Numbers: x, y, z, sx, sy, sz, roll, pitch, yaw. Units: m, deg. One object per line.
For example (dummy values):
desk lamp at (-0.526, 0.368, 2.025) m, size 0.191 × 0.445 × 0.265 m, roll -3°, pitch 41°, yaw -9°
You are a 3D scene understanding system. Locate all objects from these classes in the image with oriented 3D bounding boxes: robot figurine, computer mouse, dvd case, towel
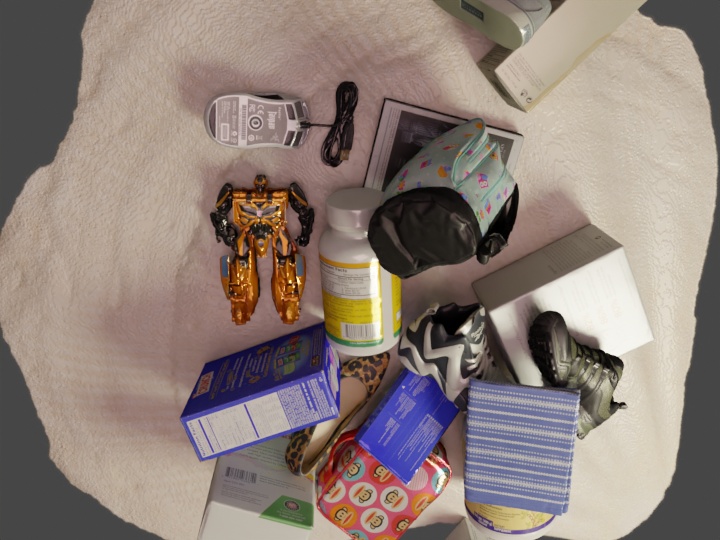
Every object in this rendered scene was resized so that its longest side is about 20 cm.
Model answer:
robot figurine at (-0.132, -0.028, 0.923) m, size 0.141 × 0.058 × 0.205 m, roll -2°, pitch 110°, yaw -4°
computer mouse at (-0.103, -0.197, 0.877) m, size 0.195 × 0.044 × 0.112 m, roll 3°, pitch 114°, yaw -10°
dvd case at (0.108, -0.134, 0.918) m, size 0.195 × 0.025 × 0.153 m, roll 13°, pitch 108°, yaw -7°
towel at (0.210, 0.235, 0.892) m, size 0.141 × 0.024 × 0.204 m, roll 4°, pitch 115°, yaw 13°

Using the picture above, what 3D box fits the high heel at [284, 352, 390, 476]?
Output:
high heel at (-0.026, 0.207, 0.965) m, size 0.199 × 0.143 × 0.071 m, roll -42°, pitch 106°, yaw 11°

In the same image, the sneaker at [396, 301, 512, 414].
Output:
sneaker at (0.153, 0.112, 0.890) m, size 0.198 × 0.079 × 0.131 m, roll 37°, pitch 137°, yaw 12°

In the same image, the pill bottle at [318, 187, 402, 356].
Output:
pill bottle at (0.000, 0.000, 0.903) m, size 0.110 × 0.113 × 0.204 m, roll -4°, pitch 115°, yaw -1°

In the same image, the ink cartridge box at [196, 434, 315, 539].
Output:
ink cartridge box at (-0.143, 0.311, 0.966) m, size 0.142 × 0.201 × 0.089 m, roll 17°, pitch 111°, yaw -10°

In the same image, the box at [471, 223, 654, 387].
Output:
box at (0.281, 0.056, 0.949) m, size 0.197 × 0.107 × 0.154 m, roll -25°, pitch 110°, yaw 5°

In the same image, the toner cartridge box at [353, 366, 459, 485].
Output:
toner cartridge box at (0.087, 0.193, 0.970) m, size 0.095 × 0.043 × 0.201 m, roll 40°, pitch 78°, yaw -5°

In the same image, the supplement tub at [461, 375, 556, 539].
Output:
supplement tub at (0.223, 0.277, 1.002) m, size 0.142 × 0.146 × 0.205 m, roll -6°, pitch 110°, yaw -1°

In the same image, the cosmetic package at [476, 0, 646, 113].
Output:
cosmetic package at (0.246, -0.296, 0.828) m, size 0.199 × 0.104 × 0.073 m, roll -42°, pitch 108°, yaw 12°

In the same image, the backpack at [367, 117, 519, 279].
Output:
backpack at (0.111, -0.091, 0.818) m, size 0.165 × 0.200 × 0.128 m, roll -5°, pitch 121°, yaw 41°

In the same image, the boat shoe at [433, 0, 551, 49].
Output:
boat shoe at (0.139, -0.341, 0.798) m, size 0.071 × 0.070 × 0.201 m, roll -41°, pitch 69°, yaw -11°

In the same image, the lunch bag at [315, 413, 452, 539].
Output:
lunch bag at (0.024, 0.315, 1.038) m, size 0.175 × 0.082 × 0.201 m, roll 39°, pitch 103°, yaw -14°

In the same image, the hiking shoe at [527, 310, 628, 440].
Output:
hiking shoe at (0.289, 0.122, 0.886) m, size 0.099 × 0.076 × 0.202 m, roll -28°, pitch 118°, yaw -3°

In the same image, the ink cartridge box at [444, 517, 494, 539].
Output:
ink cartridge box at (0.210, 0.534, 1.123) m, size 0.199 × 0.085 × 0.145 m, roll 36°, pitch 104°, yaw -13°

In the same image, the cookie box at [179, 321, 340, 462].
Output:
cookie box at (-0.130, 0.162, 0.931) m, size 0.196 × 0.172 × 0.077 m, roll -18°, pitch 107°, yaw 4°
